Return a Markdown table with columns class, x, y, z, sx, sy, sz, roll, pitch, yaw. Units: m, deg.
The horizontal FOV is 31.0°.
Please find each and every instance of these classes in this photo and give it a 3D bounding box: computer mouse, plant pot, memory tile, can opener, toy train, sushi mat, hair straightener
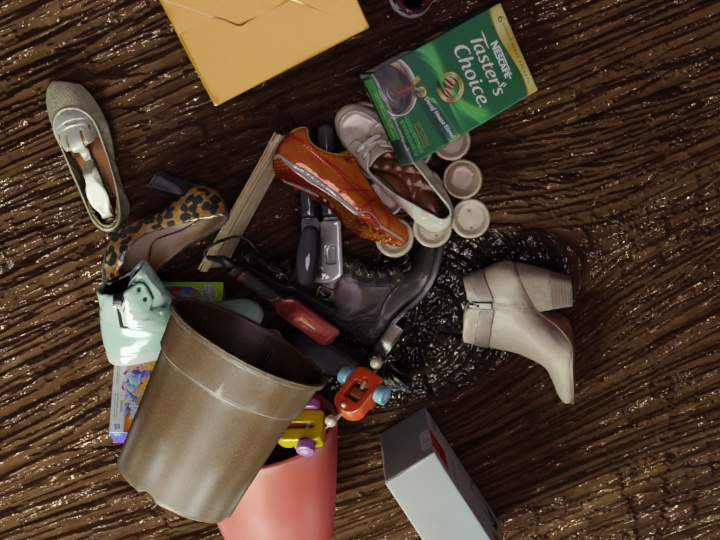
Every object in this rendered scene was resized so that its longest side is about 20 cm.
| class | x | y | z | sx | sy | sz | roll | pitch | yaw |
| --- | --- | --- | --- | --- | --- | --- | --- | --- | --- |
| computer mouse | -0.028 | 0.112 | 1.675 | 0.198 | 0.138 | 0.053 | 10 | 84 | 9 |
| plant pot | -0.172 | 0.165 | 1.488 | 0.199 | 0.200 | 0.199 | 28 | 97 | -9 |
| plant pot | -0.116 | 0.274 | 1.681 | 0.198 | 0.201 | 0.179 | -8 | 116 | 1 |
| memory tile | 0.072 | -0.126 | 1.626 | 0.152 | 0.017 | 0.202 | -15 | 89 | 2 |
| can opener | -0.052 | -0.082 | 1.614 | 0.052 | 0.066 | 0.202 | -2 | 87 | 11 |
| toy train | -0.064 | 0.155 | 1.598 | 0.199 | 0.151 | 0.056 | 21 | 152 | 29 |
| sushi mat | -0.139 | -0.085 | 1.618 | 0.012 | 0.096 | 0.201 | 32 | 103 | 6 |
| hair straightener | -0.109 | 0.016 | 1.612 | 0.199 | 0.077 | 0.041 | 31 | 123 | -22 |

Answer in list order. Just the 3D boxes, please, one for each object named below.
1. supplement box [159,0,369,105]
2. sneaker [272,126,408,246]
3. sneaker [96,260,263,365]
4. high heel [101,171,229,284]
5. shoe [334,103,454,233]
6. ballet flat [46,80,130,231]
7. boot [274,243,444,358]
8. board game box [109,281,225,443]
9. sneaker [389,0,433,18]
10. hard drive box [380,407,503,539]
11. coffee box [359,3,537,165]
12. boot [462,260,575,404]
| class | x | y | z | sx | sy | sz | roll | pitch | yaw |
| --- | --- | --- | --- | --- | --- | --- | --- | --- | --- |
| supplement box | -0.105 | -0.307 | 1.500 | 0.196 | 0.200 | 0.134 | -26 | 105 | 6 |
| sneaker | -0.012 | -0.100 | 1.571 | 0.200 | 0.073 | 0.077 | 39 | 70 | -19 |
| sneaker | -0.221 | 0.041 | 1.573 | 0.198 | 0.074 | 0.119 | -12 | 121 | -6 |
| high heel | -0.241 | -0.018 | 1.591 | 0.071 | 0.142 | 0.201 | 28 | 85 | -49 |
| shoe | 0.045 | -0.129 | 1.592 | 0.070 | 0.053 | 0.200 | -44 | 89 | 2 |
| ballet flat | -0.336 | -0.142 | 1.612 | 0.067 | 0.062 | 0.201 | -21 | 105 | 5 |
| boot | 0.000 | 0.000 | 1.662 | 0.173 | 0.069 | 0.201 | 31 | 96 | -1 |
| board game box | -0.241 | 0.114 | 1.636 | 0.133 | 0.045 | 0.202 | 0 | 66 | -2 |
| sneaker | 0.094 | -0.388 | 1.526 | 0.075 | 0.116 | 0.202 | 18 | 105 | -6 |
| hard drive box | 0.110 | 0.304 | 1.702 | 0.076 | 0.156 | 0.201 | -31 | 105 | 7 |
| coffee box | 0.109 | -0.227 | 1.570 | 0.199 | 0.044 | 0.124 | -30 | 104 | -20 |
| boot | 0.206 | 0.082 | 1.694 | 0.145 | 0.070 | 0.202 | -4 | 105 | 6 |
